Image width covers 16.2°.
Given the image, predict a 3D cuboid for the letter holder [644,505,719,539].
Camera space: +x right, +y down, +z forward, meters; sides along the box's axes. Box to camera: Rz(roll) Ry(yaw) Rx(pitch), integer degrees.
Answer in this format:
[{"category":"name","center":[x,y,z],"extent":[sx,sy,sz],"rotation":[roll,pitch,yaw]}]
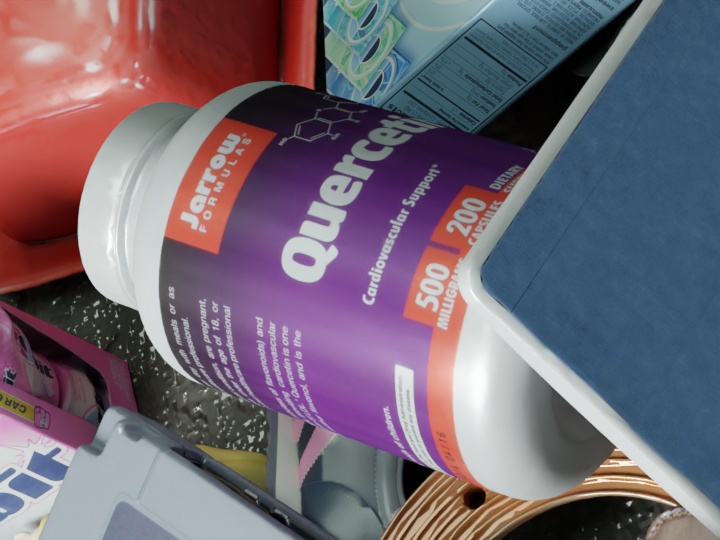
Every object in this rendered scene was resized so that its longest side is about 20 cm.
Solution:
[{"category":"letter holder","center":[0.155,0.127,0.758],"extent":[0.199,0.100,0.143],"rotation":[0,72,29]}]

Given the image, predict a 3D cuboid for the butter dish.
[{"category":"butter dish","center":[-0.127,-0.114,1.080],"extent":[0.199,0.148,0.201],"rotation":[-15,62,32]}]

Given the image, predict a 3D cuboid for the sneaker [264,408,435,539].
[{"category":"sneaker","center":[0.006,0.043,0.967],"extent":[0.081,0.070,0.202],"rotation":[-13,66,16]}]

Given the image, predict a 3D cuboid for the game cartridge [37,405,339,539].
[{"category":"game cartridge","center":[-0.048,0.149,0.899],"extent":[0.199,0.041,0.134],"rotation":[30,95,38]}]

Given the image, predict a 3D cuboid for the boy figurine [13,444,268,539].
[{"category":"boy figurine","center":[-0.103,0.142,1.002],"extent":[0.200,0.064,0.125],"rotation":[-38,49,23]}]

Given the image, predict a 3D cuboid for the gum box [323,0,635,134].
[{"category":"gum box","center":[0.065,-0.149,0.963],"extent":[0.200,0.044,0.171],"rotation":[-40,34,28]}]

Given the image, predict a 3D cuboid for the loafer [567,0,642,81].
[{"category":"loafer","center":[0.109,-0.073,0.927],"extent":[0.070,0.068,0.202],"rotation":[16,84,32]}]

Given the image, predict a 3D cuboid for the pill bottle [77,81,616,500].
[{"category":"pill bottle","center":[0.000,0.000,0.878],"extent":[0.199,0.112,0.113],"rotation":[17,81,33]}]

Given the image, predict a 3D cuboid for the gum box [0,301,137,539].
[{"category":"gum box","center":[-0.193,0.087,1.063],"extent":[0.199,0.113,0.066],"rotation":[-32,53,23]}]

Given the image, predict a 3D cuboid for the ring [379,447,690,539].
[{"category":"ring","center":[0.085,0.142,0.860],"extent":[0.199,0.019,0.202],"rotation":[-8,71,23]}]

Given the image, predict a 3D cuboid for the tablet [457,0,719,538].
[{"category":"tablet","center":[0.124,-0.025,0.820],"extent":[0.200,0.130,0.014],"rotation":[-54,13,-28]}]
